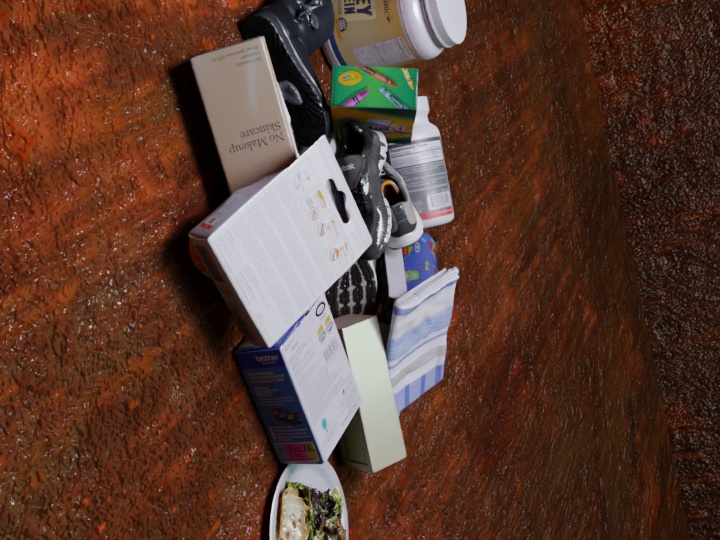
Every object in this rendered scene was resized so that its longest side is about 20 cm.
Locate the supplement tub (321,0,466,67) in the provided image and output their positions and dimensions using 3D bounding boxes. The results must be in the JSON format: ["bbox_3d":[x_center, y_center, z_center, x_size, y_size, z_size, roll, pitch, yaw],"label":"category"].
[{"bbox_3d":[0.048,-0.380,1.528,0.144,0.197,0.147,28,58,-58],"label":"supplement tub"}]

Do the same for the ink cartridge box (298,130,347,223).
[{"bbox_3d":[-0.047,-0.122,1.425,0.104,0.058,0.202,57,36,-40],"label":"ink cartridge box"}]

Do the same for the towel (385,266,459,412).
[{"bbox_3d":[0.083,0.104,1.437,0.146,0.024,0.203,-29,134,-45],"label":"towel"}]

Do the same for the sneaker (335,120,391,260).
[{"bbox_3d":[-0.004,-0.114,1.375,0.090,0.065,0.204,32,51,-53],"label":"sneaker"}]

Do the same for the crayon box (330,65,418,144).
[{"bbox_3d":[0.019,-0.231,1.432,0.200,0.116,0.060,85,8,-84],"label":"crayon box"}]

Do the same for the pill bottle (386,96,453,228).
[{"bbox_3d":[0.079,-0.169,1.627,0.115,0.114,0.204,-19,99,-63],"label":"pill bottle"}]

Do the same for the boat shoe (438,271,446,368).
[{"bbox_3d":[0.125,0.085,1.714,0.069,0.056,0.203,48,43,-48],"label":"boat shoe"}]

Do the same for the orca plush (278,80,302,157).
[{"bbox_3d":[-0.113,-0.186,1.297,0.200,0.105,0.071,45,-1,-17],"label":"orca plush"}]

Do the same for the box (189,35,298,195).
[{"bbox_3d":[-0.130,-0.168,1.214,0.078,0.093,0.204,-108,-179,-76],"label":"box"}]

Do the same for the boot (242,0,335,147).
[{"bbox_3d":[-0.072,-0.296,1.402,0.202,0.075,0.169,63,36,-23],"label":"boot"}]

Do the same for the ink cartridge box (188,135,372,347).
[{"bbox_3d":[-0.088,-0.037,1.181,0.200,0.050,0.164,-46,126,-30],"label":"ink cartridge box"}]

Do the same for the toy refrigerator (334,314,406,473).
[{"bbox_3d":[-0.003,0.168,1.398,0.069,0.075,0.204,-18,101,-34],"label":"toy refrigerator"}]

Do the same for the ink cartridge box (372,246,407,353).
[{"bbox_3d":[0.036,0.022,1.489,0.201,0.036,0.096,-90,-163,-58],"label":"ink cartridge box"}]

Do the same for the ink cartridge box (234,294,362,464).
[{"bbox_3d":[-0.079,0.120,1.276,0.137,0.075,0.203,-52,131,-54],"label":"ink cartridge box"}]

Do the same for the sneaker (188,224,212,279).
[{"bbox_3d":[-0.129,-0.026,1.216,0.199,0.076,0.075,5,79,-58],"label":"sneaker"}]

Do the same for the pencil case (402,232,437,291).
[{"bbox_3d":[0.079,0.021,1.569,0.202,0.085,0.079,-89,172,-53],"label":"pencil case"}]

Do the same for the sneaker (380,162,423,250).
[{"bbox_3d":[0.037,-0.120,1.494,0.201,0.073,0.080,-119,-172,-47],"label":"sneaker"}]

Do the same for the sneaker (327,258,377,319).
[{"bbox_3d":[0.000,0.000,1.482,0.089,0.075,0.204,38,52,-67],"label":"sneaker"}]

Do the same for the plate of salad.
[{"bbox_3d":[-0.055,0.335,1.299,0.199,0.047,0.204,29,56,-58],"label":"plate of salad"}]
